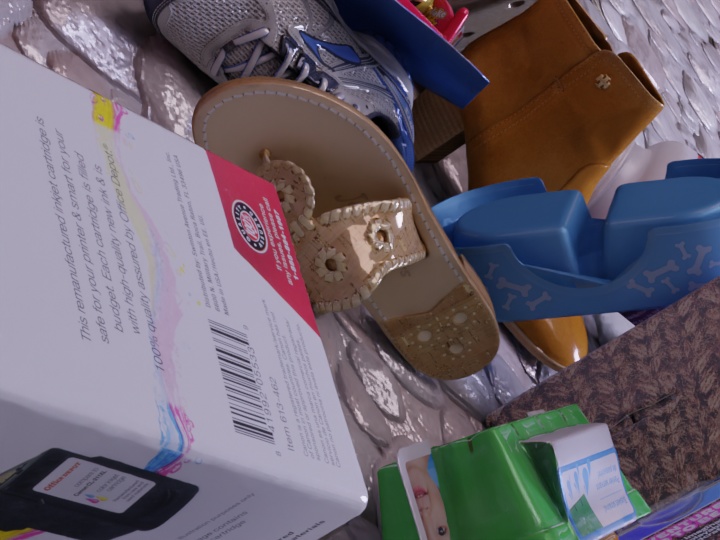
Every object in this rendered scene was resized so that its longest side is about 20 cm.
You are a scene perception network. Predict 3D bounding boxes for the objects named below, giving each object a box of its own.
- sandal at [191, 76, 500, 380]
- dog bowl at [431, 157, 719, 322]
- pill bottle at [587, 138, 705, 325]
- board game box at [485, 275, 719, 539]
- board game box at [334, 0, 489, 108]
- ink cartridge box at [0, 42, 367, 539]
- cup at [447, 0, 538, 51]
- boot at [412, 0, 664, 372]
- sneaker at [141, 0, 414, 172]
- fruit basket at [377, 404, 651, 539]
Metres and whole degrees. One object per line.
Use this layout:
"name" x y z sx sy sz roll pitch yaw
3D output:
"sandal" 0.005 -0.003 0.786 0.212 0.078 0.070 46 20 -35
"dog bowl" 0.128 -0.015 0.905 0.112 0.199 0.050 -56 137 -64
"pill bottle" 0.205 -0.012 1.068 0.200 0.111 0.111 38 27 -5
"board game box" 0.195 0.107 0.908 0.200 0.159 0.097 28 37 -48
"board game box" 0.009 -0.155 0.903 0.158 0.039 0.200 36 -2 -2
"ink cartridge box" -0.103 0.014 0.557 0.200 0.083 0.146 26 39 -49
"cup" 0.051 -0.215 1.020 0.200 0.200 0.144 2 72 -61
"boot" 0.121 -0.053 0.984 0.201 0.144 0.071 59 25 5
"sneaker" -0.030 -0.097 0.843 0.200 0.077 0.085 25 43 -49
"fruit basket" 0.091 0.160 0.733 0.185 0.094 0.200 -2 65 -62
